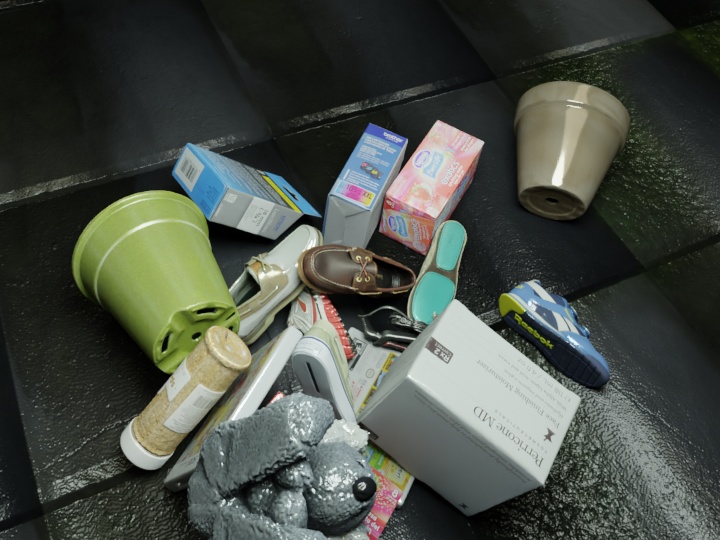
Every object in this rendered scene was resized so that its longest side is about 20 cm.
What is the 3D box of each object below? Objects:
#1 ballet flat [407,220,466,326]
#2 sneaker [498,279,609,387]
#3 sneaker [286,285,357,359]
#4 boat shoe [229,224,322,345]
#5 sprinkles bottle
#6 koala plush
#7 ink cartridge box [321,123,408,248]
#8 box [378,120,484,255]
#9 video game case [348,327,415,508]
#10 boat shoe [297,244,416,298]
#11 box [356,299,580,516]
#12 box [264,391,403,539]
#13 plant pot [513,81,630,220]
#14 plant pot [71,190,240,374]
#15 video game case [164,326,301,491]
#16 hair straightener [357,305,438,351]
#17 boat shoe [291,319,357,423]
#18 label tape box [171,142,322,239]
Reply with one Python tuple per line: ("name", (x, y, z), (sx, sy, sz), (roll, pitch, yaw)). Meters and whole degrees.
("ballet flat", (0.120, 0.014, 1.097), (0.067, 0.063, 0.202), (26, 63, -1))
("sneaker", (0.305, 0.089, 1.061), (0.082, 0.074, 0.200), (-33, 66, -28))
("sneaker", (-0.081, 0.060, 1.027), (0.081, 0.078, 0.201), (-30, 50, -3))
("boat shoe", (-0.132, 0.013, 1.002), (0.201, 0.068, 0.074), (-54, 42, -2))
("sprinkles bottle", (-0.220, 0.161, 0.878), (0.200, 0.068, 0.068), (-48, 64, 17))
("koala plush", (-0.056, 0.227, 0.730), (0.199, 0.182, 0.181), (12, 67, -51))
("ink cartridge box", (0.012, -0.138, 1.138), (0.075, 0.137, 0.202), (24, 56, 6))
("box", (0.120, -0.141, 1.176), (0.094, 0.103, 0.201), (27, 58, 12))
("video game case", (0.019, 0.199, 0.981), (0.180, 0.023, 0.201), (26, 56, 11))
("boat shoe", (0.000, 0.000, 1.014), (0.198, 0.070, 0.072), (7, 78, -46))
("box", (0.126, 0.178, 0.875), (0.198, 0.200, 0.131), (37, 56, 1))
("box", (-0.061, 0.256, 0.856), (0.199, 0.100, 0.096), (38, 58, 0))
("plant pot", (0.345, -0.192, 1.201), (0.197, 0.200, 0.176), (18, 71, 6))
("plant pot", (-0.253, 0.030, 0.934), (0.198, 0.202, 0.190), (-27, 52, -23))
("video game case", (-0.161, 0.175, 0.873), (0.023, 0.182, 0.201), (38, 57, -9))
("hair straightener", (0.092, 0.089, 1.021), (0.197, 0.078, 0.041), (19, 21, 1))
("boat shoe", (-0.034, 0.149, 0.876), (0.071, 0.202, 0.062), (12, 44, 23))
("label tape box", (-0.178, -0.117, 1.111), (0.198, 0.064, 0.144), (16, 23, -48))
